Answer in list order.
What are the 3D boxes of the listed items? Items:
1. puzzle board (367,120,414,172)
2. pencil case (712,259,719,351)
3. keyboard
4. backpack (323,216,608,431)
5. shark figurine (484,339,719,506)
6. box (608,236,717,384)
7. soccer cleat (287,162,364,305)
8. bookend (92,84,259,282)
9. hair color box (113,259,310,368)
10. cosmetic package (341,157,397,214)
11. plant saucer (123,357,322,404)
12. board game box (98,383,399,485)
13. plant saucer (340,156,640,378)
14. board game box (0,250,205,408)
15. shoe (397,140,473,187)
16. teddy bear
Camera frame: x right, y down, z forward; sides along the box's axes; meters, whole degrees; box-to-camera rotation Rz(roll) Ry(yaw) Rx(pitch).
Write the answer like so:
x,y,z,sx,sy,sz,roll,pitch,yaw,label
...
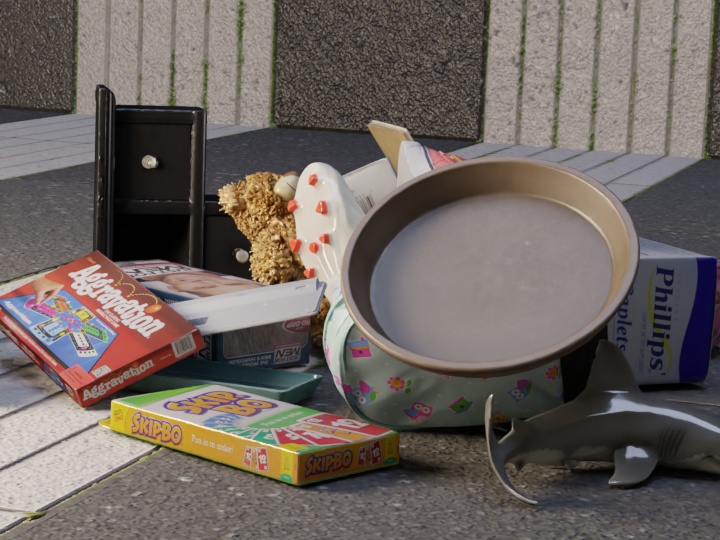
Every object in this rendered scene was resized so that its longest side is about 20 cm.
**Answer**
x,y,z,sx,sy,sz,roll,pitch,yaw,label
0.079,-0.053,1.939,0.017,0.200,0.151,-34,12,-6,puzzle board
0.239,0.018,1.832,0.200,0.087,0.083,11,24,43,pencil case
-0.124,0.037,1.563,0.199,0.011,0.056,-11,27,12,keyboard
0.074,0.035,1.458,0.199,0.167,0.127,-3,25,6,backpack
0.146,0.091,1.344,0.214,0.090,0.128,0,8,-29,shark figurine
0.157,0.029,1.675,0.199,0.105,0.184,-2,9,-20,box
0.000,0.000,1.677,0.077,0.200,0.069,2,-37,-35,soccer cleat
-0.144,-0.065,1.886,0.199,0.199,0.092,2,7,-10,bookend
-0.142,0.036,1.694,0.100,0.061,0.200,-7,14,-43,hair color box
0.004,-0.039,1.920,0.101,0.074,0.200,-24,-7,1,cosmetic package
-0.132,0.080,1.552,0.199,0.019,0.070,7,10,23,plant saucer
-0.078,0.106,1.382,0.200,0.030,0.095,7,10,43,board game box
0.086,0.000,1.375,0.199,0.030,0.200,-7,44,7,plant saucer
-0.205,0.041,1.569,0.103,0.019,0.200,-26,28,-20,board game box
0.084,-0.060,1.684,0.091,0.072,0.200,0,14,-8,shoe
-0.037,-0.012,1.749,0.145,0.067,0.200,0,49,-27,teddy bear
